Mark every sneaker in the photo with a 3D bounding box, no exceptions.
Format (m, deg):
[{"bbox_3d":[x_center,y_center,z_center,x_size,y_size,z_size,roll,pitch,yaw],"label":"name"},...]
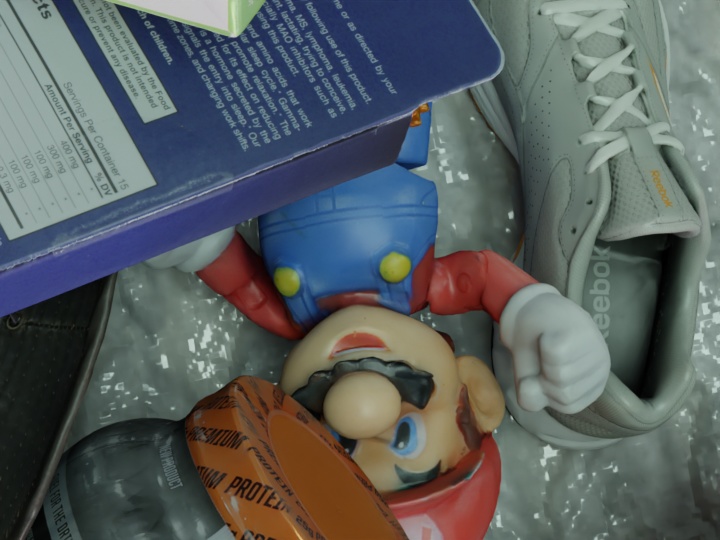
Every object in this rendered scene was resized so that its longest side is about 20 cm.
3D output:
[{"bbox_3d":[0.082,-0.041,0.834,0.075,0.092,0.201,-8,91,-16],"label":"sneaker"}]

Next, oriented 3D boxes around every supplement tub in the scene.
[{"bbox_3d":[-0.082,0.126,0.737,0.200,0.123,0.123,-38,100,12],"label":"supplement tub"}]

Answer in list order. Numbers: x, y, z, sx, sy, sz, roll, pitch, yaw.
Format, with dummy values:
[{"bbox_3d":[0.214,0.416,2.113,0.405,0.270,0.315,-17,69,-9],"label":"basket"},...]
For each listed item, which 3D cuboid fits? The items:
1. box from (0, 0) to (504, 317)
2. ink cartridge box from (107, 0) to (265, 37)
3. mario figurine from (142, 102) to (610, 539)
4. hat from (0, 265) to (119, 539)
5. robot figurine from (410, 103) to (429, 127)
[{"bbox_3d":[-0.072,-0.060,0.693,0.200,0.032,0.121,-22,68,-21],"label":"box"},{"bbox_3d":[-0.042,-0.160,0.700,0.117,0.067,0.200,18,48,16],"label":"ink cartridge box"},{"bbox_3d":[0.000,0.000,0.797,0.106,0.123,0.201,-6,84,-44],"label":"mario figurine"},{"bbox_3d":[-0.154,0.004,0.718,0.081,0.200,0.201,30,79,-47],"label":"hat"},{"bbox_3d":[-0.045,-0.131,0.783,0.145,0.058,0.201,-13,71,6],"label":"robot figurine"}]
